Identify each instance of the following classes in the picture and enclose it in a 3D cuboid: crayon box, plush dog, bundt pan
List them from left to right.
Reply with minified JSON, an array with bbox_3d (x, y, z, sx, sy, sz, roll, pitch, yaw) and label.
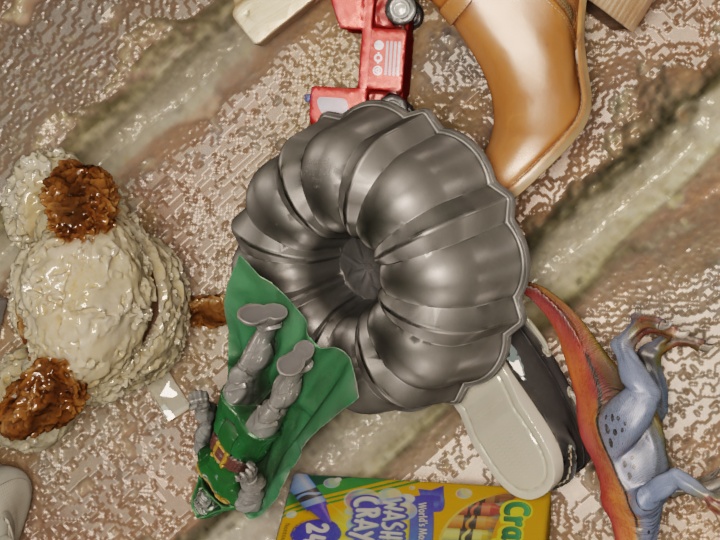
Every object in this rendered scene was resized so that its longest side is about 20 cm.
[{"bbox_3d":[-0.165,0.023,1.304,0.160,0.172,0.200,6,90,7],"label":"plush dog"},{"bbox_3d":[0.000,0.000,1.287,0.202,0.076,0.202,10,109,32],"label":"bundt pan"},{"bbox_3d":[0.046,0.188,1.296,0.200,0.126,0.052,3,123,7],"label":"crayon box"}]

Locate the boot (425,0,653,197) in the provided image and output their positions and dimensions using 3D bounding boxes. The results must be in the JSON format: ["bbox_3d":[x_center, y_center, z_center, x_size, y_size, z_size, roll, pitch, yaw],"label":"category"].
[{"bbox_3d":[0.080,-0.151,1.304,0.155,0.074,0.200,32,79,-13],"label":"boot"}]

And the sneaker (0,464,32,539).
[{"bbox_3d":[-0.234,0.203,1.315,0.092,0.200,0.076,2,131,18],"label":"sneaker"}]

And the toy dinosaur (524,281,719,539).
[{"bbox_3d":[0.170,0.123,1.300,0.200,0.105,0.182,17,87,19],"label":"toy dinosaur"}]

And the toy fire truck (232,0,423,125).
[{"bbox_3d":[-0.030,-0.177,1.349,0.141,0.049,0.200,5,91,8],"label":"toy fire truck"}]

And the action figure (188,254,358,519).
[{"bbox_3d":[-0.071,0.097,1.302,0.055,0.200,0.118,-21,61,-32],"label":"action figure"}]

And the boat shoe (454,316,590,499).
[{"bbox_3d":[0.082,0.047,1.328,0.074,0.060,0.200,-39,78,42],"label":"boat shoe"}]

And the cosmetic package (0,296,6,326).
[{"bbox_3d":[-0.358,0.091,1.355,0.200,0.123,0.200,14,92,9],"label":"cosmetic package"}]
